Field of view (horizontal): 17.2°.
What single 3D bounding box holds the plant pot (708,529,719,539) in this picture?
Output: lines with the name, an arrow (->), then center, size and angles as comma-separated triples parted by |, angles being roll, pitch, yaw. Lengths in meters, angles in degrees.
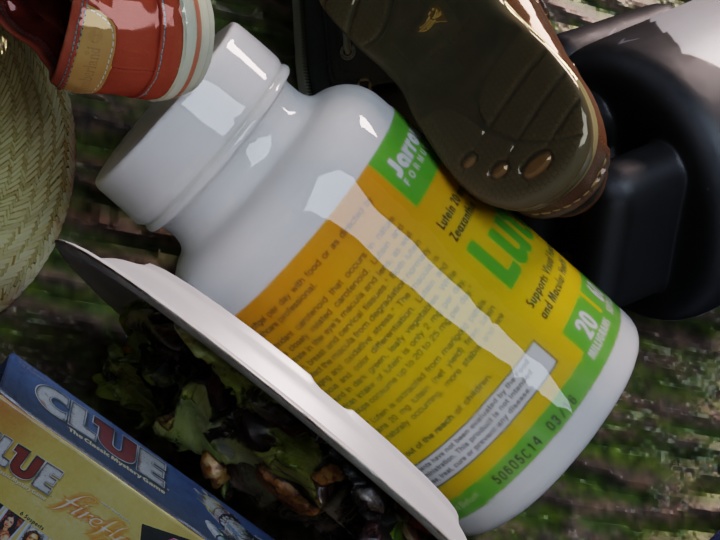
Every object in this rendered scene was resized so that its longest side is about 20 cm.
plant pot -> 0.207, 0.182, 0.922 | 0.179, 0.200, 0.200 | -25, 87, -24

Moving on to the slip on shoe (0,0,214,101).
slip on shoe -> -0.124, -0.134, 0.876 | 0.061, 0.074, 0.200 | -9, 47, -35

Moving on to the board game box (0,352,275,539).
board game box -> -0.081, 0.140, 0.824 | 0.200, 0.136, 0.035 | 38, 16, -13

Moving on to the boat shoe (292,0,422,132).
boat shoe -> 0.013, -0.105, 0.984 | 0.073, 0.062, 0.201 | -9, 79, -30

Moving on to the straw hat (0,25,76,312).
straw hat -> -0.182, -0.072, 0.858 | 0.200, 0.085, 0.202 | 9, 70, -25

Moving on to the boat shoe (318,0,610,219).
boat shoe -> 0.033, -0.101, 0.929 | 0.200, 0.072, 0.068 | 60, 13, 22

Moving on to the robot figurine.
robot figurine -> 0.155, -0.056, 1.005 | 0.200, 0.125, 0.151 | -24, 85, -32

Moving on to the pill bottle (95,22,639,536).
pill bottle -> 0.000, 0.000, 0.914 | 0.200, 0.111, 0.111 | 41, 60, -11

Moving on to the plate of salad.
plate of salad -> -0.036, 0.060, 0.836 | 0.200, 0.200, 0.048 | 41, 82, -10
